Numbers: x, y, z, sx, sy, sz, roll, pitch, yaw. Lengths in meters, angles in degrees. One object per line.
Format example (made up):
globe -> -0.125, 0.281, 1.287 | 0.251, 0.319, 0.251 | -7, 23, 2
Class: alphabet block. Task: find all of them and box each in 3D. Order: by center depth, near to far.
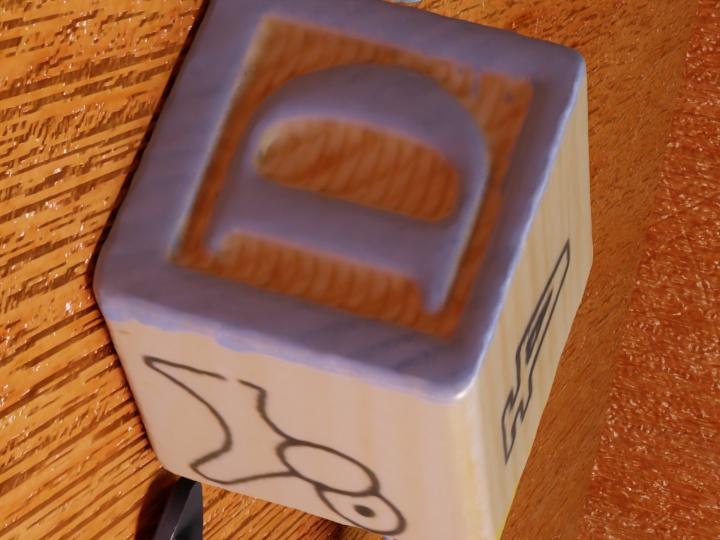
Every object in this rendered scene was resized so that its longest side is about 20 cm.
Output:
alphabet block -> 0.000, 0.000, 1.275 | 0.200, 0.194, 0.197 | 81, 29, -62

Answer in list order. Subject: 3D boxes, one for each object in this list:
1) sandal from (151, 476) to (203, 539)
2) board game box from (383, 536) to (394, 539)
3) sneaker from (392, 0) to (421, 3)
sandal -> -0.088, 0.185, 1.423 | 0.201, 0.045, 0.075 | 90, 20, -47
board game box -> 0.040, 0.158, 1.770 | 0.151, 0.036, 0.201 | 63, 18, -67
sneaker -> 0.042, -0.249, 1.431 | 0.086, 0.077, 0.201 | 3, 101, -73
